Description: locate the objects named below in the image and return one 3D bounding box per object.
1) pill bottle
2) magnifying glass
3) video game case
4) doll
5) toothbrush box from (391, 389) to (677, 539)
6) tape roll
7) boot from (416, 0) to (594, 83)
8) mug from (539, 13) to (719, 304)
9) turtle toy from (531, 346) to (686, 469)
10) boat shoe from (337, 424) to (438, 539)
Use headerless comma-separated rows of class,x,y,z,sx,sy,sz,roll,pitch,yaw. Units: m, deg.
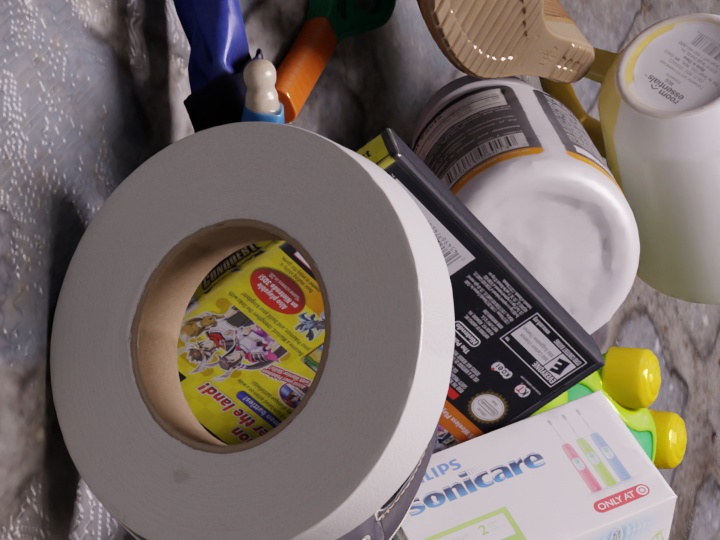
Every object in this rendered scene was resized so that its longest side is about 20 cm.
pill bottle,0.087,-0.042,1.128,0.200,0.116,0.117,-102,174,-67
magnifying glass,-0.018,-0.158,1.194,0.080,0.022,0.200,65,31,-32
video game case,0.001,0.041,0.993,0.200,0.181,0.026,43,18,-39
doll,-0.065,-0.085,0.990,0.048,0.136,0.201,-10,82,-21
toothbrush box,0.082,0.180,1.072,0.200,0.145,0.086,91,-26,-45
tape roll,-0.053,0.033,0.888,0.037,0.202,0.203,19,68,-60
boot,0.045,-0.184,1.170,0.072,0.166,0.200,-53,151,11
mug,0.202,-0.079,1.228,0.153,0.186,0.150,59,32,-50
turtle toy,0.112,0.099,1.193,0.200,0.145,0.101,59,40,-49
boat shoe,-0.020,0.123,0.930,0.073,0.063,0.200,43,66,-4
